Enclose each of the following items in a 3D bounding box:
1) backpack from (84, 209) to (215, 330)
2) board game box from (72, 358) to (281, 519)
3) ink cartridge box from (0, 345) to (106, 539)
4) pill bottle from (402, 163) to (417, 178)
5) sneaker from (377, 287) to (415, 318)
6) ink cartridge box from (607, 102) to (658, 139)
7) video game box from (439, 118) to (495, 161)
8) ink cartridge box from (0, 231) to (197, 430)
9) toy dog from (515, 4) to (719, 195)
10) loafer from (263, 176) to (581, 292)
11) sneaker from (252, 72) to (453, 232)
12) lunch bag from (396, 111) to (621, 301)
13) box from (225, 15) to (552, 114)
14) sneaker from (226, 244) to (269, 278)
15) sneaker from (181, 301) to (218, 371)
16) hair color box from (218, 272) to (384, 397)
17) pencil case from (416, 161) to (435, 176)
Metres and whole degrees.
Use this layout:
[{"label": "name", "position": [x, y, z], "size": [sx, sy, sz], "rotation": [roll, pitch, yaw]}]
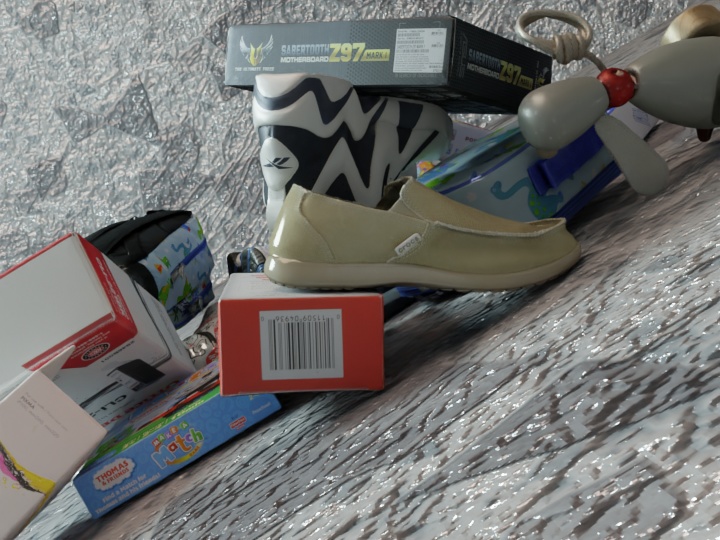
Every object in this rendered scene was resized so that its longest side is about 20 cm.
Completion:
[{"label": "backpack", "position": [-0.230, 0.010, 1.096], "size": [0.162, 0.154, 0.200], "rotation": [-17, 29, 22]}, {"label": "board game box", "position": [-0.132, 0.111, 0.840], "size": [0.151, 0.037, 0.200], "rotation": [-31, 5, -1]}, {"label": "ink cartridge box", "position": [-0.246, 0.147, 0.720], "size": [0.116, 0.067, 0.200], "rotation": [-46, 4, 36]}, {"label": "pill bottle", "position": [-0.004, -0.076, 0.975], "size": [0.111, 0.112, 0.200], "rotation": [-30, -7, -2]}, {"label": "sneaker", "position": [0.000, 0.000, 0.893], "size": [0.200, 0.083, 0.072], "rotation": [-33, 7, -32]}, {"label": "ink cartridge box", "position": [0.214, -0.117, 1.017], "size": [0.094, 0.044, 0.200], "rotation": [-29, 6, 32]}, {"label": "video game box", "position": [0.079, -0.141, 1.138], "size": [0.181, 0.047, 0.200], "rotation": [14, 8, -23]}, {"label": "ink cartridge box", "position": [-0.237, 0.068, 0.879], "size": [0.144, 0.084, 0.200], "rotation": [-31, -19, -1]}, {"label": "toy dog", "position": [0.202, -0.114, 0.771], "size": [0.199, 0.097, 0.132], "rotation": [-2, 48, -3]}, {"label": "loafer", "position": [0.040, -0.024, 0.669], "size": [0.199, 0.069, 0.076], "rotation": [-2, 8, -8]}, {"label": "sneaker", "position": [-0.004, -0.059, 0.764], "size": [0.079, 0.130, 0.199], "rotation": [7, 2, 28]}, {"label": "lunch bag", "position": [0.110, -0.060, 0.842], "size": [0.160, 0.083, 0.200], "rotation": [-24, 10, 45]}, {"label": "box", "position": [0.022, -0.151, 0.819], "size": [0.199, 0.051, 0.157], "rotation": [8, 3, 35]}, {"label": "sneaker", "position": [-0.089, 0.011, 1.101], "size": [0.077, 0.076, 0.200], "rotation": [-9, 2, -18]}, {"label": "sneaker", "position": [-0.156, 0.081, 1.062], "size": [0.108, 0.067, 0.201], "rotation": [-30, 8, -20]}, {"label": "hair color box", "position": [-0.042, 0.037, 0.733], "size": [0.101, 0.062, 0.200], "rotation": [-1, 5, -4]}, {"label": "pencil case", "position": [0.013, -0.042, 1.188], "size": [0.199, 0.088, 0.087], "rotation": [-31, 6, 0]}]
